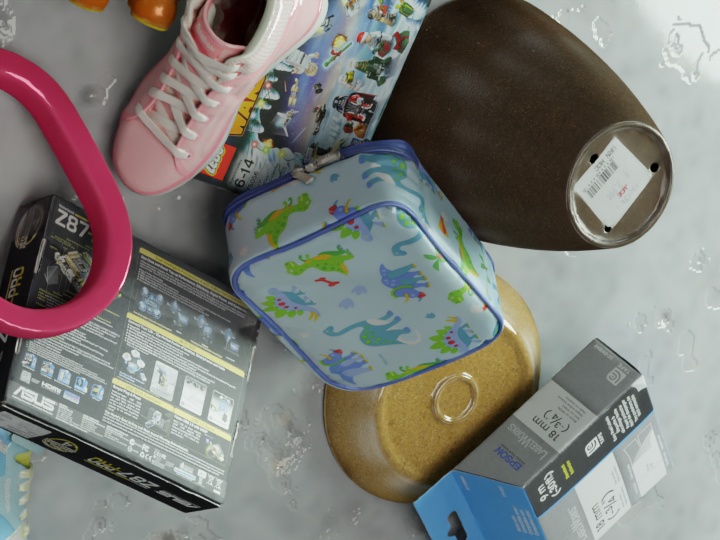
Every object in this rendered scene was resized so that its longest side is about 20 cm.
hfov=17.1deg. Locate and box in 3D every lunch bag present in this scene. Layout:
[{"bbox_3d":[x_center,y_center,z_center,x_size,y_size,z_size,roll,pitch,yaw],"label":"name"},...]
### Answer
[{"bbox_3d":[0.000,0.000,1.728,0.160,0.083,0.200,-24,139,18],"label":"lunch bag"}]

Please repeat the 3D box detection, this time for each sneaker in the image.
[{"bbox_3d":[-0.111,-0.135,1.628,0.200,0.075,0.105,-46,169,12],"label":"sneaker"},{"bbox_3d":[-0.245,0.146,1.690,0.130,0.079,0.201,-38,123,-11],"label":"sneaker"}]

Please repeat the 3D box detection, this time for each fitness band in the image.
[{"bbox_3d":[-0.234,-0.051,1.599,0.143,0.037,0.201,-32,97,-39],"label":"fitness band"}]

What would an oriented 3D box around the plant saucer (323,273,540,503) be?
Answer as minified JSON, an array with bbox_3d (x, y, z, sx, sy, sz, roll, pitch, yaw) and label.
[{"bbox_3d":[0.066,0.096,1.878,0.199,0.035,0.202,-11,113,-26],"label":"plant saucer"}]

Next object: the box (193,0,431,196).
[{"bbox_3d":[-0.042,-0.144,1.726,0.136,0.040,0.201,19,98,-33],"label":"box"}]

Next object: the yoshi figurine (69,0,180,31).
[{"bbox_3d":[-0.137,-0.273,1.605,0.112,0.112,0.201,-17,134,-60],"label":"yoshi figurine"}]

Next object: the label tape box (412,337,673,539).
[{"bbox_3d":[0.150,0.171,1.910,0.200,0.063,0.145,-42,142,-12],"label":"label tape box"}]

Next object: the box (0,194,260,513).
[{"bbox_3d":[-0.167,0.060,1.678,0.199,0.049,0.162,28,62,-35],"label":"box"}]

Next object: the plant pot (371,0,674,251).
[{"bbox_3d":[0.134,-0.090,1.751,0.186,0.200,0.189,-10,113,-26],"label":"plant pot"}]
